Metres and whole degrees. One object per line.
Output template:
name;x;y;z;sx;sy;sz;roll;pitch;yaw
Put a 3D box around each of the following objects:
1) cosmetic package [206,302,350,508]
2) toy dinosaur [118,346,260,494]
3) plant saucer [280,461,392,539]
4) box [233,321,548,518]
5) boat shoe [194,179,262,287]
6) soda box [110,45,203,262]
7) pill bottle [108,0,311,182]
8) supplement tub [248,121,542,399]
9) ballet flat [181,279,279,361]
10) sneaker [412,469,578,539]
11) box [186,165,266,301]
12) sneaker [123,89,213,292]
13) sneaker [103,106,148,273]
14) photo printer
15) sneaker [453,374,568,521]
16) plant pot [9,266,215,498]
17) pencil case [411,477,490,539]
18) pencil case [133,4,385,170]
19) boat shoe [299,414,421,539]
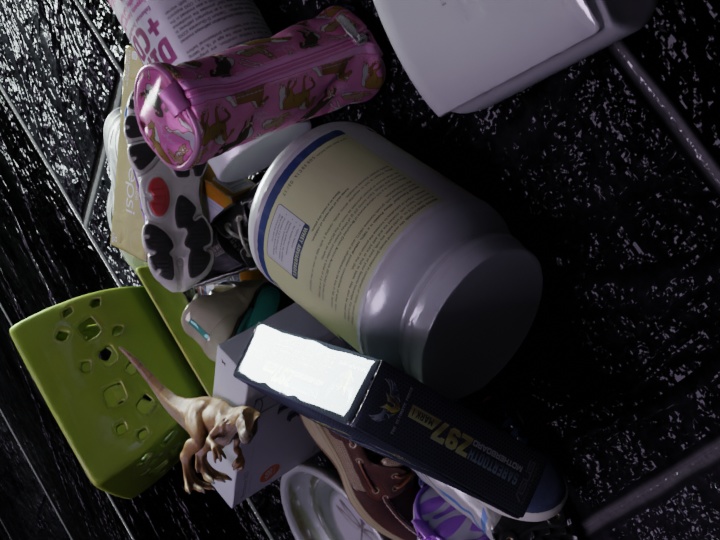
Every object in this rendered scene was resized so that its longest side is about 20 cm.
cosmetic package;-0.069;0.117;1.087;0.052;0.150;0.202;44;144;28
toy dinosaur;-0.142;0.136;1.030;0.198;0.060;0.108;9;97;46
plant saucer;-0.004;0.275;1.187;0.199;0.050;0.202;36;142;34
box;0.015;0.103;0.823;0.157;0.052;0.199;33;169;-28
boat shoe;-0.101;-0.034;1.076;0.199;0.064;0.071;-32;100;43
soda box;-0.196;-0.115;1.136;0.067;0.063;0.203;22;109;42
pill bottle;-0.130;-0.187;0.999;0.202;0.112;0.113;60;148;7
supplement tub;0.024;-0.009;0.865;0.199;0.144;0.147;37;139;37
ballet flat;-0.126;0.037;1.104;0.070;0.069;0.200;65;-172;-2
sneaker;0.107;0.181;0.963;0.200;0.072;0.073;44;176;21
box;-0.146;-0.019;1.214;0.119;0.041;0.202;33;139;40
sneaker;-0.181;-0.081;1.061;0.083;0.079;0.204;166;103;-72
sneaker;-0.239;-0.066;1.249;0.116;0.074;0.204;-122;23;-62
photo printer;0.077;-0.195;0.730;0.199;0.069;0.169;-18;96;58
sneaker;0.092;0.106;0.912;0.200;0.074;0.085;47;149;27
plant pot;-0.245;0.118;1.283;0.202;0.180;0.199;58;171;12
pencil case;0.080;0.279;1.041;0.083;0.085;0.202;31;136;36
pencil case;-0.074;-0.140;0.868;0.083;0.198;0.087;38;138;33
boat shoe;0.023;0.171;1.040;0.071;0.072;0.201;-13;117;45
